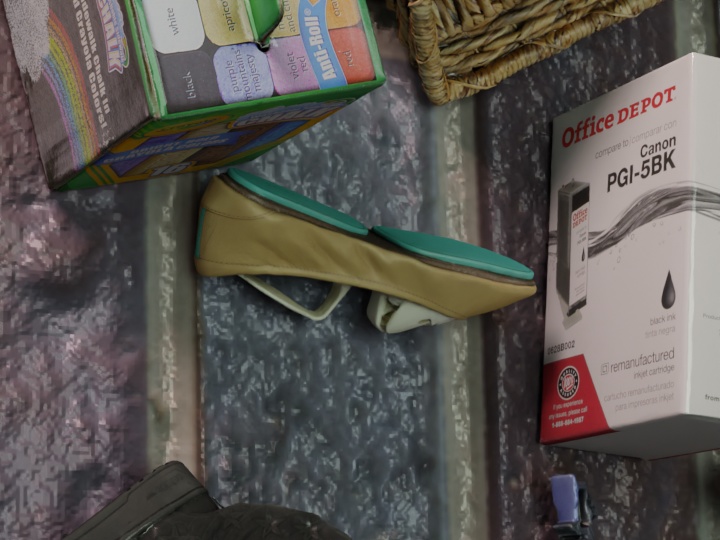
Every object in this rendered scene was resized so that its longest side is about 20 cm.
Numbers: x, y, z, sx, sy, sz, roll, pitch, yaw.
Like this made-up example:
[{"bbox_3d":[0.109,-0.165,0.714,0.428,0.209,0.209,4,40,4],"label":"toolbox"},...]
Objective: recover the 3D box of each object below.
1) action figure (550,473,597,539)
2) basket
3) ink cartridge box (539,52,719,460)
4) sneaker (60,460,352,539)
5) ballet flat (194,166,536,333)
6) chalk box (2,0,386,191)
[{"bbox_3d":[0.174,0.203,1.024,0.193,0.104,0.201,-12,89,-41],"label":"action figure"},{"bbox_3d":[0.105,-0.199,1.008,0.199,0.143,0.150,-25,92,-8],"label":"basket"},{"bbox_3d":[0.173,-0.004,1.037,0.083,0.147,0.201,10,74,-25],"label":"ink cartridge box"},{"bbox_3d":[-0.101,0.165,0.885,0.104,0.060,0.200,46,56,11],"label":"sneaker"},{"bbox_3d":[0.000,0.000,0.998,0.199,0.069,0.063,17,100,-23],"label":"ballet flat"},{"bbox_3d":[-0.076,-0.125,0.889,0.123,0.200,0.125,-11,86,-30],"label":"chalk box"}]
